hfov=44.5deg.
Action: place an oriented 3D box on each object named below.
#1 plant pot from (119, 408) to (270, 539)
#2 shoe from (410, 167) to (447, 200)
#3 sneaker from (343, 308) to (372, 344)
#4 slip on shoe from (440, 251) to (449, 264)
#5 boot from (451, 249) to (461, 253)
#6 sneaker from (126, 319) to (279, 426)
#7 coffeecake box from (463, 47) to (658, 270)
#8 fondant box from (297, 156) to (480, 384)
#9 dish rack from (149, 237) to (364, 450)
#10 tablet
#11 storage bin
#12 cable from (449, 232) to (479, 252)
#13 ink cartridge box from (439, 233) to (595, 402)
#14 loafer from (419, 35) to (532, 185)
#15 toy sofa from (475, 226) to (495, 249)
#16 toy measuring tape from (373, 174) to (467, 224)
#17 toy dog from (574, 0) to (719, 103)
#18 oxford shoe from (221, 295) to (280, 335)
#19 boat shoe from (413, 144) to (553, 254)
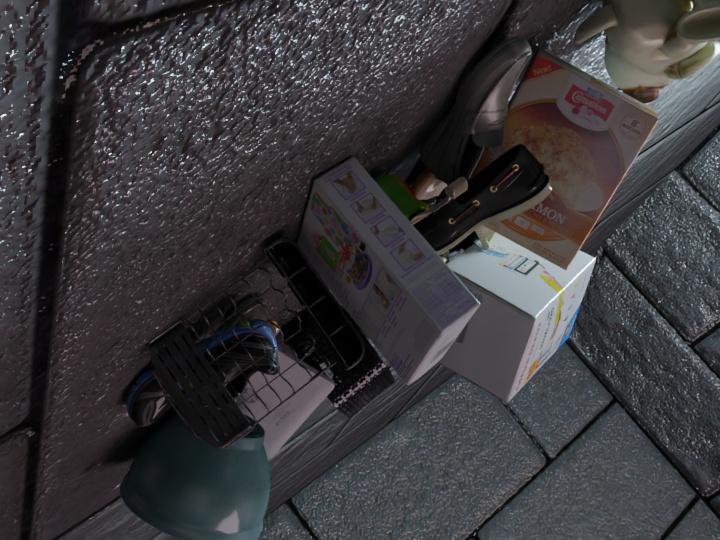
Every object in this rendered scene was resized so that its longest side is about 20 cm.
[{"bbox_3d":[-0.203,0.257,1.174,0.136,0.198,0.200,-68,162,5],"label":"plant pot"},{"bbox_3d":[0.146,-0.140,1.107,0.199,0.054,0.070,-35,165,-23],"label":"shoe"},{"bbox_3d":[0.038,0.056,1.387,0.115,0.075,0.200,-40,171,-5],"label":"sneaker"},{"bbox_3d":[0.092,0.030,1.223,0.075,0.061,0.201,-9,139,-16],"label":"slip on shoe"},{"bbox_3d":[0.151,-0.087,1.285,0.199,0.066,0.165,-33,154,12],"label":"boot"},{"bbox_3d":[-0.177,0.127,0.981,0.198,0.084,0.071,-28,169,13],"label":"sneaker"},{"bbox_3d":[0.223,-0.129,1.020,0.202,0.152,0.073,-63,178,23],"label":"coffeecake box"},{"bbox_3d":[0.021,0.004,0.911,0.058,0.200,0.145,-34,165,-25],"label":"fondant box"},{"bbox_3d":[-0.114,0.082,0.919,0.199,0.154,0.055,-36,-178,-12],"label":"dish rack"},{"bbox_3d":[-0.134,0.179,1.213,0.200,0.129,0.014,-51,-168,36],"label":"tablet"},{"bbox_3d":[-0.028,0.131,1.298,0.093,0.136,0.200,-39,166,-3],"label":"storage bin"},{"bbox_3d":[0.111,0.000,1.276,0.197,0.051,0.164,-11,147,-19],"label":"cable"},{"bbox_3d":[0.203,0.049,1.208,0.199,0.144,0.149,-33,143,-46],"label":"ink cartridge box"},{"bbox_3d":[0.133,-0.167,0.955,0.070,0.070,0.201,-30,162,-35],"label":"loafer"},{"bbox_3d":[0.221,-0.121,1.150,0.198,0.083,0.098,-26,140,11],"label":"toy sofa"},{"bbox_3d":[0.042,-0.080,0.942,0.073,0.074,0.200,-32,-179,-28],"label":"toy measuring tape"},{"bbox_3d":[0.358,-0.281,1.072,0.192,0.141,0.200,-28,166,3],"label":"toy dog"},{"bbox_3d":[-0.143,0.102,1.081,0.075,0.058,0.200,-33,166,-32],"label":"oxford shoe"},{"bbox_3d":[0.113,-0.072,0.979,0.200,0.063,0.074,-29,-158,30],"label":"boat shoe"}]
